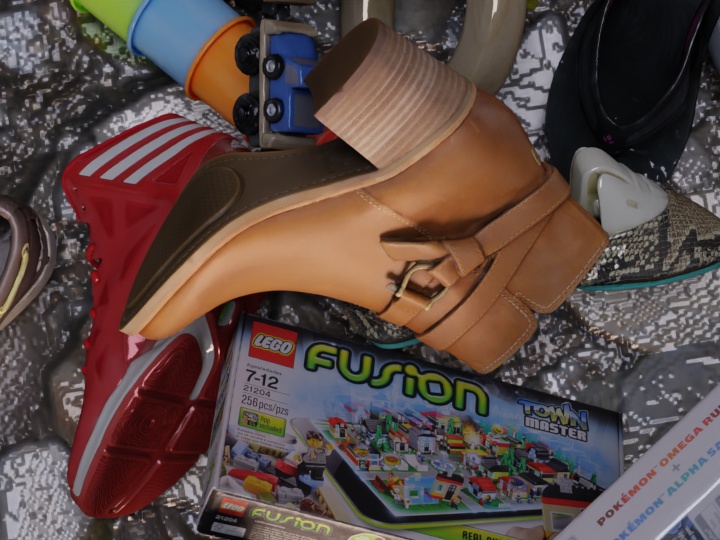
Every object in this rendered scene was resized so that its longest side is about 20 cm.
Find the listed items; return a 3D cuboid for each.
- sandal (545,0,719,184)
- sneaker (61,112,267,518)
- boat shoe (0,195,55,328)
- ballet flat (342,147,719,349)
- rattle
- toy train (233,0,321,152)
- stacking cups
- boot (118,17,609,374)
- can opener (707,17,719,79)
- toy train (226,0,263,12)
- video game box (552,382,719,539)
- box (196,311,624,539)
[{"bbox_3d":[0.139,-0.116,0.931,0.075,0.048,0.202,26,115,14],"label":"sandal"},{"bbox_3d":[-0.112,0.016,0.965,0.115,0.078,0.201,34,99,35],"label":"sneaker"},{"bbox_3d":[-0.230,0.045,0.950,0.072,0.060,0.200,40,86,5],"label":"boat shoe"},{"bbox_3d":[0.086,-0.018,0.921,0.198,0.068,0.076,-13,118,-6],"label":"ballet flat"},{"bbox_3d":[0.057,-0.096,0.980,0.129,0.142,0.202,10,100,35],"label":"rattle"},{"bbox_3d":[-0.032,-0.149,0.884,0.046,0.034,0.202,3,92,39],"label":"toy train"},{"bbox_3d":[-0.082,-0.122,0.957,0.199,0.061,0.061,37,86,15],"label":"stacking cups"},{"bbox_3d":[0.000,0.000,0.864,0.154,0.074,0.200,39,118,-23],"label":"boot"},{"bbox_3d":[0.183,-0.136,0.964,0.052,0.066,0.201,-28,85,43],"label":"can opener"},{"bbox_3d":[-0.008,-0.164,0.923,0.199,0.046,0.034,-13,76,45],"label":"toy train"},{"bbox_3d":[0.162,0.158,0.875,0.182,0.200,0.047,-43,42,-5],"label":"video game box"},{"bbox_3d":[0.027,0.094,0.905,0.198,0.035,0.111,15,45,-10],"label":"box"}]
